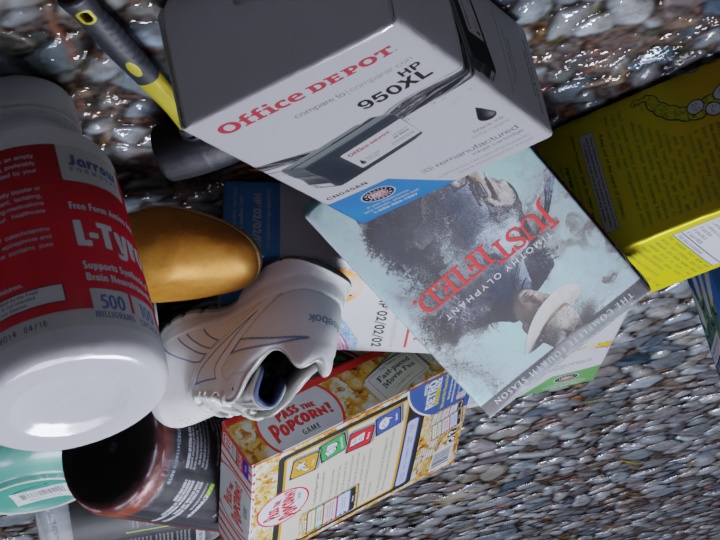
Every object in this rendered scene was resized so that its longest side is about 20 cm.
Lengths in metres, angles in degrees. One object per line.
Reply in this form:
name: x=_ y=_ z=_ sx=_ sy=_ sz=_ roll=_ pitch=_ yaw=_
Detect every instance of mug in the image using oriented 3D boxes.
mug: x=-0.263 y=0.124 z=1.354 sx=0.152 sy=0.115 sz=0.185 roll=7 pitch=151 yaw=-40

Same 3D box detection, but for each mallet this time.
mallet: x=-0.112 y=-0.113 z=0.985 sx=0.066 sy=0.041 sz=0.200 roll=-15 pitch=154 yaw=6

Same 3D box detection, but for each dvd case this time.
dvd case: x=0.079 y=-0.014 z=1.124 sx=0.146 sy=0.022 sz=0.200 roll=-39 pitch=110 yaw=9

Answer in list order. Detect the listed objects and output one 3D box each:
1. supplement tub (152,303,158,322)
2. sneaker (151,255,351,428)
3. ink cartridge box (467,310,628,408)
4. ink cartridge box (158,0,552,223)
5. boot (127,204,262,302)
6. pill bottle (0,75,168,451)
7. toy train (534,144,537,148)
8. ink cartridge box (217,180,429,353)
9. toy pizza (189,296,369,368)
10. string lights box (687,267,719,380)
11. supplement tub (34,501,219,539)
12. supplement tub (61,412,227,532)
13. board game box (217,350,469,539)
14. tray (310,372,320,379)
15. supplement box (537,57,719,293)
supplement tub: x=-0.250 y=0.048 z=1.173 sx=0.200 sy=0.123 sz=0.123 roll=-3 pitch=156 yaw=-22
sneaker: x=-0.085 y=0.066 z=1.152 sx=0.074 sy=0.087 sz=0.200 roll=25 pitch=138 yaw=-28
ink cartridge box: x=0.135 y=0.038 z=1.412 sx=0.145 sy=0.084 sz=0.200 roll=-12 pitch=158 yaw=-7
ink cartridge box: x=0.001 y=-0.114 z=0.978 sx=0.144 sy=0.084 sz=0.200 roll=-24 pitch=155 yaw=24
boot: x=-0.170 y=0.015 z=1.067 sx=0.201 sy=0.144 sz=0.071 roll=5 pitch=118 yaw=2
pill bottle: x=-0.184 y=-0.008 z=0.958 sx=0.112 sy=0.200 sz=0.112 roll=-14 pitch=150 yaw=-9
toy train: x=0.037 y=-0.056 z=1.204 sx=0.200 sy=0.034 sz=0.046 roll=-28 pitch=150 yaw=32
ink cartridge box: x=0.000 y=0.000 z=1.195 sx=0.200 sy=0.068 sz=0.115 roll=2 pitch=144 yaw=-5
toy pizza: x=-0.048 y=0.078 z=1.357 sx=0.200 sy=0.032 sz=0.200 roll=17 pitch=158 yaw=7
string lights box: x=0.295 y=0.017 z=1.301 sx=0.059 sy=0.200 sz=0.103 roll=-14 pitch=157 yaw=1
supplement tub: x=-0.203 y=0.201 z=1.563 sx=0.200 sy=0.123 sz=0.123 roll=-8 pitch=157 yaw=-11
supplement tub: x=-0.131 y=0.150 z=1.321 sx=0.107 sy=0.107 sz=0.200 roll=-26 pitch=153 yaw=28
board game box: x=-0.010 y=0.131 z=1.272 sx=0.200 sy=0.046 sz=0.152 roll=-24 pitch=147 yaw=-25
tray: x=-0.113 y=0.087 z=1.358 sx=0.107 sy=0.022 sz=0.200 roll=29 pitch=156 yaw=-22
supplement box: x=0.224 y=-0.063 z=1.194 sx=0.200 sy=0.110 sz=0.109 roll=-22 pitch=156 yaw=23
